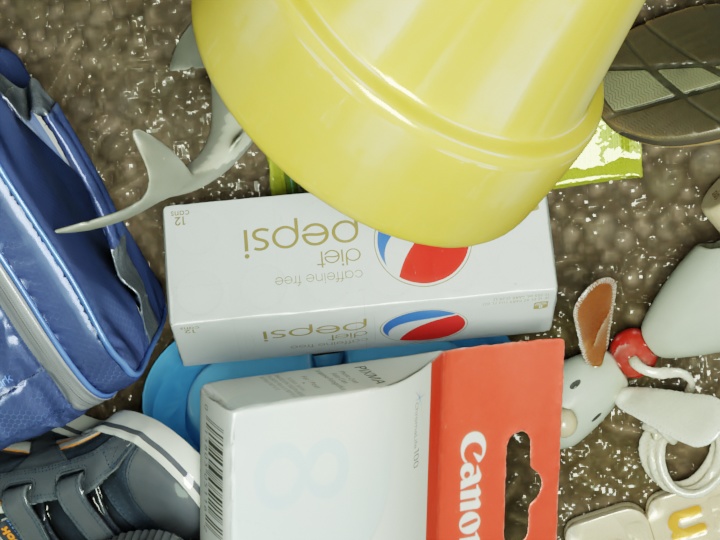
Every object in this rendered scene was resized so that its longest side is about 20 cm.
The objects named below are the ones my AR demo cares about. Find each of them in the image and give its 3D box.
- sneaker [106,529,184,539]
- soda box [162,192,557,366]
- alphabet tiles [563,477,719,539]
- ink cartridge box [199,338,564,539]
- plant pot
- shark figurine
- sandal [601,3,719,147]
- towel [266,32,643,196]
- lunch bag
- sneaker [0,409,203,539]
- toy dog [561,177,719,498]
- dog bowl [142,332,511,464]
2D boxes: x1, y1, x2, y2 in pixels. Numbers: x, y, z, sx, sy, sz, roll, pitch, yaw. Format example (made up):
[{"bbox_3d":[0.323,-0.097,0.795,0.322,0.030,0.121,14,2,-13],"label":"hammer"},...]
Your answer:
[{"bbox_3d":[-0.115,0.183,1.034,0.082,0.071,0.199,37,146,-21],"label":"sneaker"},{"bbox_3d":[0.000,0.000,1.085,0.198,0.064,0.069,-6,68,0],"label":"soda box"},{"bbox_3d":[0.189,0.218,1.202,0.194,0.015,0.202,-19,108,4],"label":"alphabet tiles"},{"bbox_3d":[0.019,0.124,1.017,0.198,0.047,0.162,-6,107,-23],"label":"ink cartridge box"},{"bbox_3d":[0.052,-0.145,0.953,0.200,0.201,0.189,34,128,-11],"label":"plant pot"},{"bbox_3d":[-0.078,-0.102,1.050,0.089,0.216,0.128,-14,148,43],"label":"shark figurine"},{"bbox_3d":[0.217,-0.103,1.073,0.198,0.082,0.055,-19,145,-4],"label":"sandal"},{"bbox_3d":[0.047,-0.076,1.101,0.198,0.018,0.087,-7,110,2],"label":"towel"},{"bbox_3d":[-0.188,-0.019,1.057,0.131,0.136,0.201,-28,106,9],"label":"lunch bag"},{"bbox_3d":[-0.139,0.119,1.069,0.079,0.199,0.079,-46,113,-24],"label":"sneaker"},{"bbox_3d":[0.175,0.035,1.094,0.131,0.096,0.201,30,105,-3],"label":"toy dog"},{"bbox_3d":[-0.014,0.076,1.104,0.198,0.112,0.050,-5,136,-2],"label":"dog bowl"}]
